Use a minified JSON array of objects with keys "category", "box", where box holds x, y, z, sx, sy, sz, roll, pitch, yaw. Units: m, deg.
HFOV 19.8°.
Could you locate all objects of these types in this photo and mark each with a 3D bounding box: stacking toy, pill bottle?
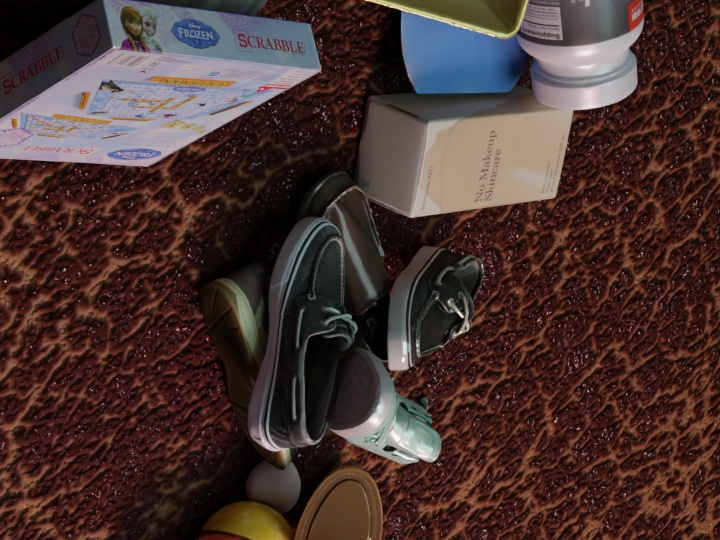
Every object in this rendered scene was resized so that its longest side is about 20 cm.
[{"category":"stacking toy","box":[-0.102,0.253,1.808,0.146,0.146,0.200,48,56,-48]},{"category":"pill bottle","box":[0.187,-0.251,1.801,0.116,0.116,0.200,-31,125,-34]}]

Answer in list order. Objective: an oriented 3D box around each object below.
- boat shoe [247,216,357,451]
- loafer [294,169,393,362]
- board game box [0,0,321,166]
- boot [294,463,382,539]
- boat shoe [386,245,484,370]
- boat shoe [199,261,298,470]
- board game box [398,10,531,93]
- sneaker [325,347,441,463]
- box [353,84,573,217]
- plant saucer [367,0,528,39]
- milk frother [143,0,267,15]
[{"category":"boat shoe","box":[-0.035,0.054,1.710,0.072,0.071,0.200,23,73,-51]},{"category":"loafer","box":[0.000,0.000,1.810,0.073,0.071,0.200,-39,134,-28]},{"category":"board game box","box":[-0.167,-0.130,1.476,0.200,0.199,0.041,1,71,-48]},{"category":"boot","box":[-0.020,0.220,1.852,0.155,0.074,0.200,-82,-177,-58]},{"category":"boat shoe","box":[0.068,0.029,1.833,0.200,0.064,0.071,-60,151,-61]},{"category":"boat shoe","box":[-0.078,0.083,1.766,0.065,0.073,0.200,-33,131,-25]},{"category":"board game box","box":[0.088,-0.237,1.813,0.200,0.039,0.158,-7,108,-49]},{"category":"sneaker","box":[0.027,0.120,1.742,0.118,0.200,0.074,25,84,-12]},{"category":"box","box":[0.093,-0.109,1.850,0.200,0.078,0.095,-11,118,-45]},{"category":"plant saucer","box":[0.061,-0.311,1.687,0.200,0.048,0.200,13,102,-20]},{"category":"milk frother","box":[-0.116,-0.300,1.495,0.180,0.200,0.188,20,126,-42]}]
